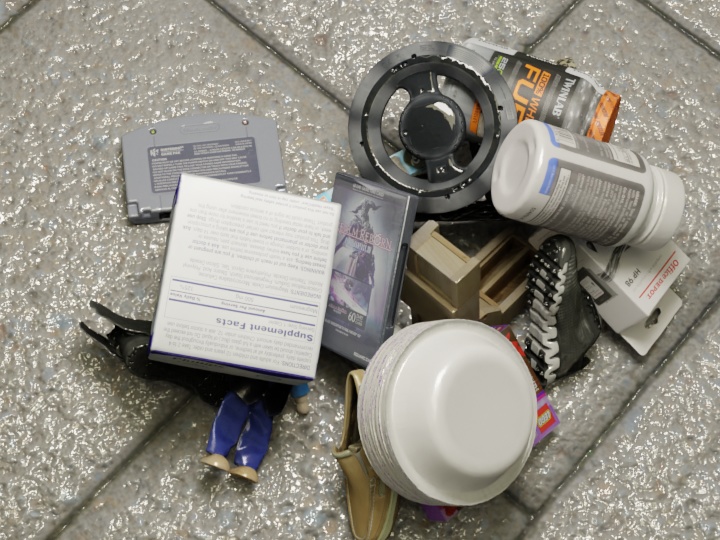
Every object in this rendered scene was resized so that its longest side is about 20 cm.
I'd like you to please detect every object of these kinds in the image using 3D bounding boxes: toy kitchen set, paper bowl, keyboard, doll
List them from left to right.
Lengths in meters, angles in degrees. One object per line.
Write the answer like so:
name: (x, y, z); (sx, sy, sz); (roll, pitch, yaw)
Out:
doll: (-0.113, 0.140, 1.649); (0.136, 0.048, 0.201); (27, 77, -29)
toy kitchen set: (0.111, -0.031, 1.682); (0.163, 0.200, 0.180); (38, 69, 24)
paper bowl: (0.105, 0.151, 1.532); (0.200, 0.104, 0.201); (5, 81, -30)
keyboard: (0.138, -0.079, 1.737); (0.199, 0.104, 0.040); (-3, 95, -17)

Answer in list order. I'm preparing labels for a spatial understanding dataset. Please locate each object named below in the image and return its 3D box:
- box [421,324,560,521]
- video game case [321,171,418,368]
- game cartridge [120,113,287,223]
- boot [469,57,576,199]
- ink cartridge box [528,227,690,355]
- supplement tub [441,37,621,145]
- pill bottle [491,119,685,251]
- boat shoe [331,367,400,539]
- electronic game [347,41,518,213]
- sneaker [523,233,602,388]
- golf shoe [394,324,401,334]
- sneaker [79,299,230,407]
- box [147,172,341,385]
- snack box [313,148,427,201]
box: (0.124, 0.171, 1.625); (0.200, 0.039, 0.137); (-36, 104, -29)
video game case: (0.000, 0.000, 1.617); (0.019, 0.143, 0.201); (2, 102, -37)
game cartridge: (-0.197, -0.132, 1.795); (0.199, 0.041, 0.134); (-6, 70, -7)
boot: (0.214, -0.183, 1.818); (0.153, 0.074, 0.204); (-8, 63, -2)
ink cartridge box: (0.313, -0.010, 1.717); (0.200, 0.067, 0.116); (45, 56, -2)
supplement tub: (0.203, -0.194, 1.714); (0.199, 0.123, 0.123); (19, 66, 13)
pill bottle: (0.259, -0.091, 1.618); (0.199, 0.114, 0.114); (15, 64, -21)
boat shoe: (-0.001, 0.209, 1.606); (0.076, 0.072, 0.201); (4, 85, -40)
electronic game: (0.084, -0.166, 1.664); (0.199, 0.042, 0.201); (0, 91, 10)
sneaker: (0.243, 0.043, 1.681); (0.090, 0.201, 0.066); (-11, 31, -21)
golf shoe: (0.065, 0.157, 1.670); (0.091, 0.075, 0.201); (-6, 74, -16)
sneaker: (-0.224, 0.097, 1.669); (0.199, 0.104, 0.060); (21, 99, -30)
box: (-0.130, 0.013, 1.581); (0.183, 0.105, 0.201); (11, 79, -11)
snack box: (0.015, -0.085, 1.743); (0.200, 0.116, 0.037); (-29, 71, -15)
